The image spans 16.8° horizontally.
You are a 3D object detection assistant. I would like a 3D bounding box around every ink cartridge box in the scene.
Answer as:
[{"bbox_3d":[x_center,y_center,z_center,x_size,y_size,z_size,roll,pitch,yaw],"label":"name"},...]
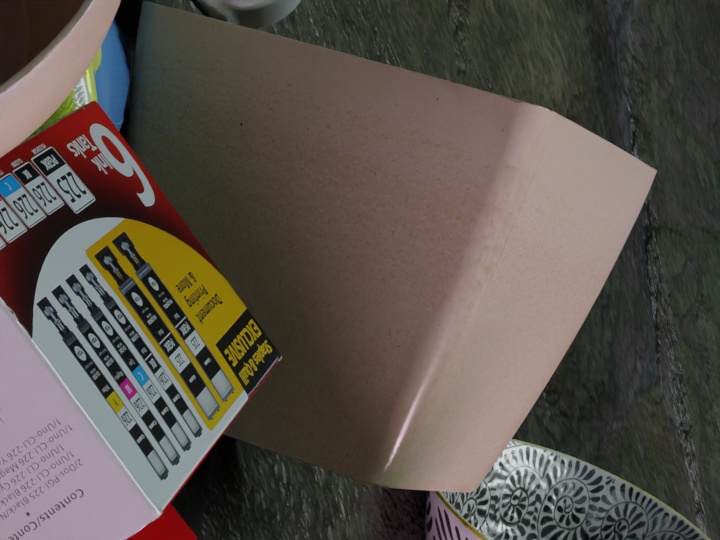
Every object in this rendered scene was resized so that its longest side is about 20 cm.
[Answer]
[{"bbox_3d":[-0.104,0.045,0.902,0.176,0.084,0.200,54,16,-6],"label":"ink cartridge box"}]

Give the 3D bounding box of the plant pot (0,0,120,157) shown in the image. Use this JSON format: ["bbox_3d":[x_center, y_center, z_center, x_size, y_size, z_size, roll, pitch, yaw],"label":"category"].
[{"bbox_3d":[-0.167,-0.104,0.817,0.135,0.199,0.201,90,-9,-69],"label":"plant pot"}]

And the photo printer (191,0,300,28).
[{"bbox_3d":[-0.085,-0.189,1.157,0.167,0.069,0.200,52,0,-2],"label":"photo printer"}]

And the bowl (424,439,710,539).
[{"bbox_3d":[0.112,0.186,1.419,0.095,0.200,0.201,-66,171,18],"label":"bowl"}]

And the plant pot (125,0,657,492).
[{"bbox_3d":[0.000,0.000,1.134,0.200,0.199,0.178,15,91,-69],"label":"plant pot"}]

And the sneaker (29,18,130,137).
[{"bbox_3d":[-0.147,-0.127,1.059,0.105,0.075,0.201,37,45,-79],"label":"sneaker"}]
